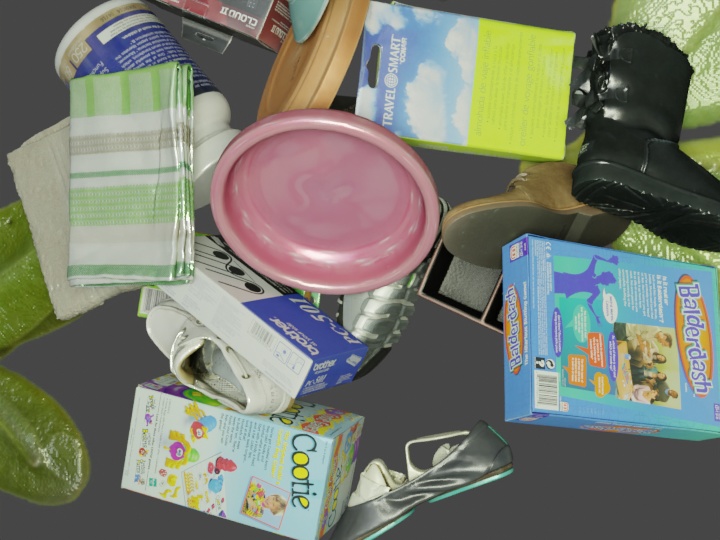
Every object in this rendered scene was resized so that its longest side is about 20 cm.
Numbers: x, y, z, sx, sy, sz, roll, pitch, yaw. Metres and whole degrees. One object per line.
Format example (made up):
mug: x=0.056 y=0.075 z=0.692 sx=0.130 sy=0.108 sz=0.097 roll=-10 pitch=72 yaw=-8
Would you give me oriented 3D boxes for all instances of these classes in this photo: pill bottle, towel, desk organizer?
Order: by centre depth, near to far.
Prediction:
desk organizer: x=0.157 y=0.033 z=1.030 sx=0.200 sy=0.077 sz=0.072 roll=25 pitch=95 yaw=14
towel: x=-0.217 y=-0.085 z=1.033 sx=0.149 sy=0.031 sz=0.201 roll=-2 pitch=89 yaw=29
pill bottle: x=-0.200 y=-0.162 z=1.113 sx=0.116 sy=0.116 sz=0.200 roll=-43 pitch=78 yaw=10
towel: x=-0.289 y=-0.060 z=1.167 sx=0.132 sy=0.034 sz=0.201 roll=-23 pitch=80 yaw=23

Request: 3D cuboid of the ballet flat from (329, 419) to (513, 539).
ballet flat: x=0.046 y=0.199 z=1.061 sx=0.200 sy=0.073 sz=0.073 roll=-28 pitch=82 yaw=7

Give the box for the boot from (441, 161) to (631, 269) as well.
boot: x=0.144 y=-0.053 z=0.994 sx=0.076 sy=0.199 sz=0.074 roll=60 pitch=140 yaw=32

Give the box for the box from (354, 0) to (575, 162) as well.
box: x=0.092 y=-0.169 z=1.023 sx=0.199 sy=0.048 sz=0.122 roll=6 pitch=87 yaw=-13

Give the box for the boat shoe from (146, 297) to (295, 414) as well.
boat shoe: x=-0.148 y=0.078 z=1.062 sx=0.200 sy=0.069 sz=0.071 roll=24 pitch=113 yaw=38

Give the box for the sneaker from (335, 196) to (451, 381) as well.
sneaker: x=0.000 y=0.000 z=1.086 sx=0.115 sy=0.075 sz=0.200 roll=33 pitch=98 yaw=28

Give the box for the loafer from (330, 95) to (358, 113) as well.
loafer: x=-0.008 y=-0.143 z=1.085 sx=0.200 sy=0.073 sz=0.072 roll=-37 pitch=75 yaw=10

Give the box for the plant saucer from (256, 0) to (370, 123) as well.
plant saucer: x=-0.049 y=-0.192 z=1.037 sx=0.032 sy=0.200 sz=0.201 roll=22 pitch=95 yaw=-18

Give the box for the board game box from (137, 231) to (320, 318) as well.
board game box: x=-0.128 y=0.016 z=1.125 sx=0.199 sy=0.030 sz=0.096 roll=10 pitch=91 yaw=24

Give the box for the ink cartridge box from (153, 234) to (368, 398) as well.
ink cartridge box: x=-0.097 y=0.037 z=1.036 sx=0.200 sy=0.094 sz=0.044 roll=36 pitch=112 yaw=24

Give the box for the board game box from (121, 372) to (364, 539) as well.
board game box: x=-0.112 y=0.174 z=1.082 sx=0.199 sy=0.103 sz=0.105 roll=13 pitch=98 yaw=16

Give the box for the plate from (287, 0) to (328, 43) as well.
plate: x=-0.033 y=-0.301 z=0.996 sx=0.026 sy=0.200 sz=0.201 roll=16 pitch=93 yaw=-14

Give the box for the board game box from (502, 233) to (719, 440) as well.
board game box: x=0.217 y=0.060 z=0.955 sx=0.199 sy=0.045 sz=0.153 roll=9 pitch=71 yaw=-22

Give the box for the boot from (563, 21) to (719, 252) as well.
boot: x=0.272 y=-0.118 z=0.998 sx=0.198 sy=0.073 sz=0.163 roll=19 pitch=66 yaw=-18

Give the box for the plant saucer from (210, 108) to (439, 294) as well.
plant saucer: x=-0.029 y=-0.065 z=0.982 sx=0.200 sy=0.201 sz=0.051 roll=-6 pitch=43 yaw=15

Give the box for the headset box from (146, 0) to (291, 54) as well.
headset box: x=-0.123 y=-0.318 z=1.116 sx=0.148 sy=0.075 sz=0.201 roll=23 pitch=94 yaw=15
